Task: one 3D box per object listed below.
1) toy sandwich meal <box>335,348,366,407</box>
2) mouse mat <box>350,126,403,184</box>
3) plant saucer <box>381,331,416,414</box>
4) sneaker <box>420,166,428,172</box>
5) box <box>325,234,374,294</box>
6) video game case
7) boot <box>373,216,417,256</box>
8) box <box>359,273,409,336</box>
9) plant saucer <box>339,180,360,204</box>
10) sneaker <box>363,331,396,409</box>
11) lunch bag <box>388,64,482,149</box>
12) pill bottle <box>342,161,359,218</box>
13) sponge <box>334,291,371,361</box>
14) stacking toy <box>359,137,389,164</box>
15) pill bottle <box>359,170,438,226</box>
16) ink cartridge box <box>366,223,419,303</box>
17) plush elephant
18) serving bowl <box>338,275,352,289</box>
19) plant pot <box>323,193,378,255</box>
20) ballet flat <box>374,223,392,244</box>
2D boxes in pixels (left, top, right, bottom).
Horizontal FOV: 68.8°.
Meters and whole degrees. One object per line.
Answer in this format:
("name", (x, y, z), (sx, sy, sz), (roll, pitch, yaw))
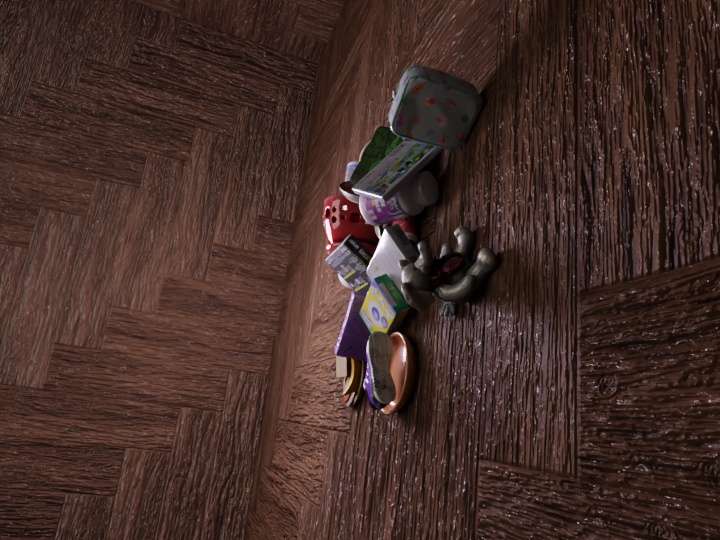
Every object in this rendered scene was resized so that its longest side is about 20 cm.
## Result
("toy sandwich meal", (-0.039, 0.321, 1.645), (0.205, 0.069, 0.209), (-168, 90, -73))
("mouse mat", (0.073, -0.320, 1.533), (0.202, 0.159, 0.008), (-62, -28, -6))
("plant saucer", (0.091, 0.258, 1.319), (0.200, 0.037, 0.204), (-167, 90, -73))
("sneaker", (0.150, -0.293, 1.447), (0.104, 0.059, 0.204), (-169, 87, -70))
("box", (0.000, 0.000, 1.542), (0.048, 0.193, 0.200), (-50, 6, -23))
("video game case", (0.089, -0.255, 1.332), (0.200, 0.022, 0.182), (-43, 28, -9))
("boot", (0.098, -0.101, 1.484), (0.200, 0.071, 0.146), (-43, 38, 51))
("box", (0.056, 0.114, 1.398), (0.118, 0.048, 0.201), (56, 152, 25))
("plant saucer", (0.033, -0.226, 1.560), (0.201, 0.197, 0.033), (-116, 31, -63))
("sneaker", (0.038, 0.253, 1.316), (0.100, 0.068, 0.203), (118, 158, -48))
("lunch bag", (0.164, -0.368, 1.208), (0.078, 0.197, 0.162), (-94, 21, -47))
("pill bottle", (-0.007, -0.272, 1.861), (0.114, 0.112, 0.204), (166, 114, -71))
("sponge", (0.002, 0.167, 1.542), (0.030, 0.110, 0.203), (-120, 45, -64))
("stacking toy", (0.093, -0.300, 1.573), (0.201, 0.144, 0.148), (57, 134, 46))
("pill bottle", (0.100, -0.190, 1.365), (0.198, 0.111, 0.114), (-14, 63, 42))
("ink cartridge box", (0.093, 0.005, 1.354), (0.164, 0.056, 0.201), (58, 155, 22))
("plush elephant", (0.153, 0.003, 1.072), (0.166, 0.152, 0.202), (-107, 33, -58))
("serving bowl", (-0.041, -0.039, 1.902), (0.200, 0.065, 0.204), (-168, 90, -74))
("plant pot", (-0.024, -0.132, 1.690), (0.200, 0.197, 0.186), (159, 115, -70))
("ballet flat", (0.074, -0.152, 1.591), (0.073, 0.072, 0.203), (124, 152, -52))
